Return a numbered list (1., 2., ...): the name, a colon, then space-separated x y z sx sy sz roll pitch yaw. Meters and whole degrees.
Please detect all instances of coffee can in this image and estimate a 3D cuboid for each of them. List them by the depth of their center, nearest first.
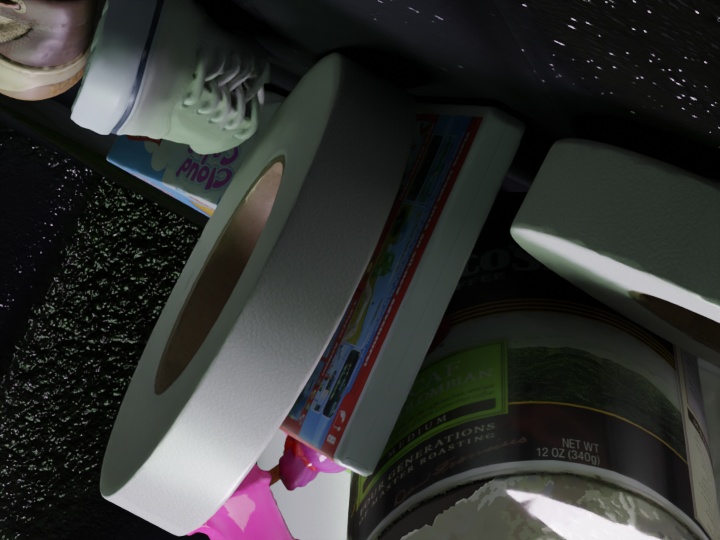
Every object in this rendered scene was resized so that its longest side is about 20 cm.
1. coffee can: 0.067 0.081 0.970 0.146 0.147 0.200 28 -152 -14

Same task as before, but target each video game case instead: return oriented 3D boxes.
1. video game case: 0.000 0.000 0.995 0.017 0.143 0.200 25 178 -15

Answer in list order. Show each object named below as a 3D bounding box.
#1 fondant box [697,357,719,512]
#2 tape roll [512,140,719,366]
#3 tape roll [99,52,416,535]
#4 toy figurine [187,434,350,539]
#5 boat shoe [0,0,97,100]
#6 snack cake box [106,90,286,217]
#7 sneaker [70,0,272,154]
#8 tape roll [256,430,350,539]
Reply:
1. fondant box: 0.194 0.144 1.172 0.144 0.201 0.058 25 177 25
2. tape roll: 0.148 0.017 0.851 0.202 0.037 0.203 27 177 1
3. tape roll: -0.042 0.009 0.984 0.037 0.203 0.203 28 177 -10
4. toy figurine: -0.004 0.067 1.152 0.150 0.200 0.184 56 -146 -8
5. boat shoe: -0.189 -0.151 1.006 0.200 0.072 0.072 38 148 7
6. snack cake box: -0.022 -0.035 1.319 0.200 0.067 0.115 30 177 -43
7. sneaker: -0.072 -0.085 1.025 0.071 0.073 0.200 18 -174 1
8. tape roll: 0.039 0.095 1.406 0.202 0.140 0.203 -5 -156 2
